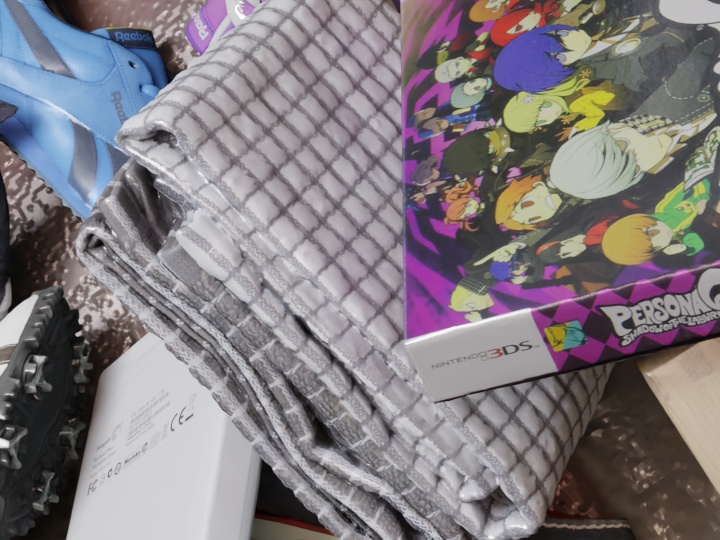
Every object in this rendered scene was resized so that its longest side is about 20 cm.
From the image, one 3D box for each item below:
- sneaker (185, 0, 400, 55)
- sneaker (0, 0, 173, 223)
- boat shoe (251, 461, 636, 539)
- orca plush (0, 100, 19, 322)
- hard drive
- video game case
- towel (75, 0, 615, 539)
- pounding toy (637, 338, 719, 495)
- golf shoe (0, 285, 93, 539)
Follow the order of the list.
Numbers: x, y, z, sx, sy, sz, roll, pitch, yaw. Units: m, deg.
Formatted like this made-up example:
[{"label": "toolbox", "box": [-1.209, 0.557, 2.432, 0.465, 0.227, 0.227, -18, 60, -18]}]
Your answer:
[{"label": "sneaker", "box": [-0.035, -0.136, 0.861, 0.114, 0.073, 0.201, -18, 115, 20]}, {"label": "sneaker", "box": [-0.099, -0.057, 0.913, 0.078, 0.066, 0.200, -46, 72, 2]}, {"label": "boat shoe", "box": [0.017, 0.088, 0.856, 0.200, 0.071, 0.063, 8, 81, 22]}, {"label": "orca plush", "box": [-0.199, 0.005, 0.924, 0.105, 0.071, 0.200, -7, 115, -18]}, {"label": "hard drive", "box": [-0.081, 0.107, 0.823, 0.132, 0.027, 0.200, -38, 36, 47]}, {"label": "video game case", "box": [0.102, -0.059, 0.710, 0.181, 0.036, 0.200, -15, 44, 16]}, {"label": "towel", "box": [0.000, 0.000, 0.794, 0.200, 0.166, 0.086, 45, 128, -7]}, {"label": "pounding toy", "box": [0.195, 0.040, 0.763, 0.142, 0.200, 0.184, -33, 88, 10]}, {"label": "golf shoe", "box": [-0.176, 0.088, 0.863, 0.094, 0.078, 0.200, 8, 57, 19]}]
